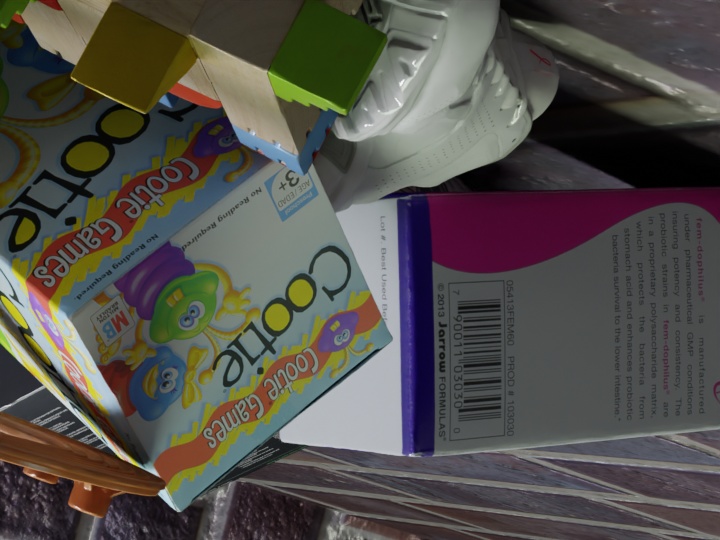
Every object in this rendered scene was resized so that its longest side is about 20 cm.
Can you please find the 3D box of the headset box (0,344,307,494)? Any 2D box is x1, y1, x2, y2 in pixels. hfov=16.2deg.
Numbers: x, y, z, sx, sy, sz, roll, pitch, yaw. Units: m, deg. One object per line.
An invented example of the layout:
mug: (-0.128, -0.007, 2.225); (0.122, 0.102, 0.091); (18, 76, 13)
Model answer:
headset box: (-0.100, 0.037, 1.395); (0.174, 0.093, 0.200); (-27, 148, 31)

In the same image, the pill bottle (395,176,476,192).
pill bottle: (0.000, 0.000, 1.158); (0.119, 0.120, 0.200); (7, 168, 35)

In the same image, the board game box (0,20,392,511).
board game box: (-0.097, -0.022, 0.929); (0.200, 0.105, 0.103); (36, 158, 45)

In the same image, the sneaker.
sneaker: (0.026, -0.076, 0.880); (0.099, 0.078, 0.200); (-8, 170, -14)

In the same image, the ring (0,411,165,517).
ring: (-0.160, 0.044, 0.820); (0.199, 0.019, 0.200); (19, 177, 1)

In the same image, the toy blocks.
toy blocks: (-0.077, -0.096, 0.782); (0.199, 0.100, 0.137); (27, 172, 8)

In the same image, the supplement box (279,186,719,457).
supplement box: (0.073, 0.017, 1.041); (0.199, 0.102, 0.103); (-2, -179, -34)
